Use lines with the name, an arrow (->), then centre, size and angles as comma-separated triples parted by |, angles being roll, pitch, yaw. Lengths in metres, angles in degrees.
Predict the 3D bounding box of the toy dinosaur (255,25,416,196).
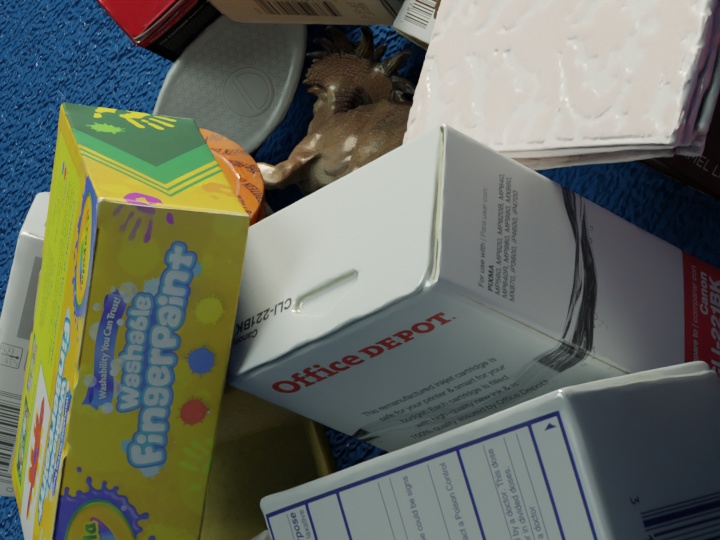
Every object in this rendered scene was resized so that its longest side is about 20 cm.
toy dinosaur -> 0.010, -0.068, 1.395 | 0.200, 0.086, 0.136 | 24, 70, 45

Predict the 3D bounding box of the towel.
towel -> 0.106, -0.140, 1.151 | 0.191, 0.032, 0.201 | 1, 70, 51

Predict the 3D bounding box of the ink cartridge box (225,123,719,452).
ink cartridge box -> 0.058, 0.028, 1.163 | 0.144, 0.200, 0.084 | -26, 51, 42

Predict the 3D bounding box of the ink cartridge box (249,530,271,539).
ink cartridge box -> -0.112, 0.231, 1.225 | 0.200, 0.086, 0.146 | -32, 10, 34

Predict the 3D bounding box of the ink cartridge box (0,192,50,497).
ink cartridge box -> -0.187, 0.026, 1.515 | 0.200, 0.050, 0.162 | -96, 19, -72

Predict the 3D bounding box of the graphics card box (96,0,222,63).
graphics card box -> -0.080, -0.178, 1.476 | 0.125, 0.051, 0.200 | -44, -7, 5

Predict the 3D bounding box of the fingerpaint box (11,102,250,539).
fingerpaint box -> -0.111, 0.041, 1.195 | 0.167, 0.073, 0.201 | -124, 42, -69

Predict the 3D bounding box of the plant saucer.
plant saucer -> -0.066, 0.163, 1.310 | 0.199, 0.048, 0.201 | -19, 87, 36

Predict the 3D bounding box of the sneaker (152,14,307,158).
sneaker -> -0.089, -0.083, 1.508 | 0.200, 0.071, 0.099 | -61, 2, 17

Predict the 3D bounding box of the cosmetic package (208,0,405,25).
cosmetic package -> -0.023, -0.234, 1.330 | 0.103, 0.073, 0.201 | 4, 80, 14

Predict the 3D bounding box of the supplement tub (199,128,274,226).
supplement tub -> -0.103, 0.027, 1.373 | 0.123, 0.122, 0.200 | -109, 17, -45

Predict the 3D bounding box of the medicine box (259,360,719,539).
medicine box -> 0.075, 0.156, 1.093 | 0.200, 0.103, 0.183 | -24, 79, 44

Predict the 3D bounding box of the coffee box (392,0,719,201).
coffee box -> 0.121, -0.105, 1.238 | 0.200, 0.114, 0.080 | 32, 95, 54
